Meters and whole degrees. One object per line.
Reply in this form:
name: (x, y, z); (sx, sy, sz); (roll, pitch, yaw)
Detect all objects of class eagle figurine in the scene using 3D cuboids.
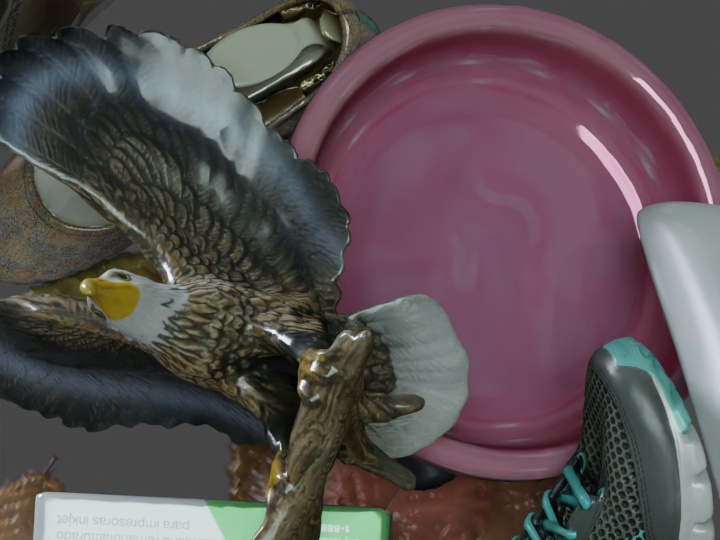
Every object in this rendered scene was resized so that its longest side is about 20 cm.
eagle figurine: (-0.069, 0.013, 0.871); (0.152, 0.151, 0.200); (-39, 50, -18)

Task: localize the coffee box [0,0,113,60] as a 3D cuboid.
coffee box: (-0.118, -0.167, 0.924); (0.080, 0.114, 0.200); (37, 56, 7)

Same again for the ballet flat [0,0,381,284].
ballet flat: (-0.083, -0.063, 0.971); (0.200, 0.067, 0.068); (-32, 78, -3)

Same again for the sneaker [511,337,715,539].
sneaker: (0.086, 0.124, 0.909); (0.091, 0.078, 0.201); (-5, 112, -13)

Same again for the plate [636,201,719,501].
plate: (0.225, 0.049, 0.916); (0.199, 0.032, 0.200); (4, 50, -19)

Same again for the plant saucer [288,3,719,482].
plant saucer: (0.057, -0.010, 0.963); (0.200, 0.051, 0.201); (3, 77, -15)

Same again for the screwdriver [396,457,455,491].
screwdriver: (0.000, 0.000, 0.994); (0.029, 0.028, 0.201); (-27, 76, 24)

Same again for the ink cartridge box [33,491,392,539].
ink cartridge box: (-0.063, 0.194, 0.930); (0.145, 0.084, 0.201); (2, 83, -1)
